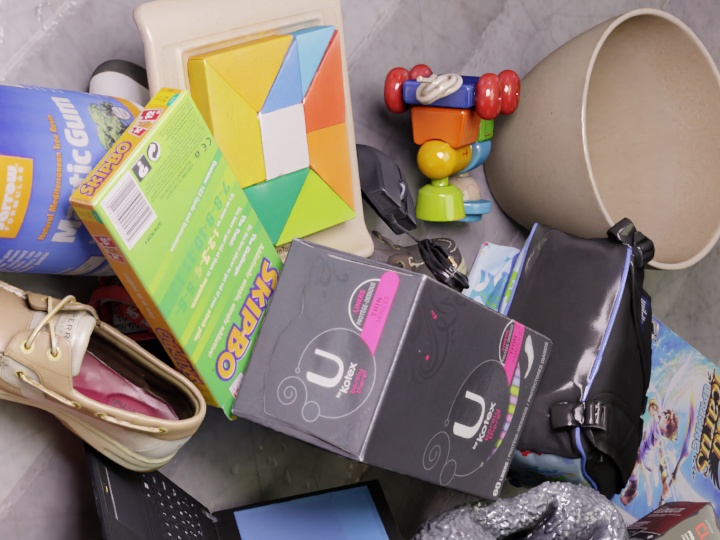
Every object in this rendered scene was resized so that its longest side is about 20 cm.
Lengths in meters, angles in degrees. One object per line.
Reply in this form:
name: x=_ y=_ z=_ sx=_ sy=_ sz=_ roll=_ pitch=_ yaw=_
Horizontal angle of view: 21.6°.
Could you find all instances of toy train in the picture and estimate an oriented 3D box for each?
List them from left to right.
toy train: x=0.057 y=-0.087 z=1.367 sx=0.200 sy=0.084 sz=0.116 roll=-28 pitch=122 yaw=-73

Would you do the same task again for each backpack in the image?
backpack: x=0.142 y=0.075 z=1.413 sx=0.200 sy=0.146 sz=0.184 roll=58 pitch=45 yaw=-61

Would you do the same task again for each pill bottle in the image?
pill bottle: x=-0.218 y=-0.055 z=1.103 sx=0.199 sy=0.112 sz=0.113 roll=3 pitch=84 yaw=-46

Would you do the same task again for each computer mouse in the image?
computer mouse: x=0.034 y=-0.040 z=1.314 sx=0.034 sy=0.200 sz=0.059 roll=-38 pitch=127 yaw=-1

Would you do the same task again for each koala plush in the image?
koala plush: x=0.140 y=0.267 z=1.308 sx=0.183 sy=0.178 sz=0.200 roll=-16 pitch=56 yaw=-22

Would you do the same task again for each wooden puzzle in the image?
wooden puzzle: x=-0.060 y=-0.086 z=1.226 sx=0.185 sy=0.037 sz=0.201 roll=-22 pitch=106 yaw=-48

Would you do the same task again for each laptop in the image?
laptop: x=-0.064 y=0.164 z=1.176 sx=0.103 sy=0.177 sz=0.200 roll=-40 pitch=124 yaw=10

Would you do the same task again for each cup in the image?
cup: x=0.183 y=-0.095 z=1.489 sx=0.200 sy=0.143 sz=0.201 roll=6 pitch=81 yaw=-44

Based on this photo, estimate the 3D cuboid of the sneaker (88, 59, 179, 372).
sneaker: x=-0.139 y=-0.026 z=1.210 sx=0.108 sy=0.067 sz=0.202 roll=-45 pitch=119 yaw=-41

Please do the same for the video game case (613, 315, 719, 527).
video game case: x=0.245 y=0.153 z=1.594 sx=0.181 sy=0.045 sz=0.201 roll=35 pitch=62 yaw=-38

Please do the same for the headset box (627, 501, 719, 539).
headset box: x=0.229 y=0.282 z=1.477 sx=0.199 sy=0.075 sz=0.149 roll=-28 pitch=93 yaw=-21

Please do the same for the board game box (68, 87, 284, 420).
board game box: x=-0.097 y=-0.005 z=1.142 sx=0.096 sy=0.030 sz=0.200 roll=-54 pitch=135 yaw=-28

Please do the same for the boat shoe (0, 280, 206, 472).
boat shoe: x=-0.180 y=0.047 z=1.135 sx=0.200 sy=0.066 sz=0.074 roll=31 pitch=47 yaw=-23

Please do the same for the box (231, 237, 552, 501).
box: x=0.026 y=0.068 z=1.229 sx=0.200 sy=0.106 sz=0.123 roll=24 pitch=84 yaw=-58

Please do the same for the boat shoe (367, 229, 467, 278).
boat shoe: x=-0.001 y=0.000 z=1.344 sx=0.200 sy=0.072 sz=0.066 roll=-20 pitch=105 yaw=-40
